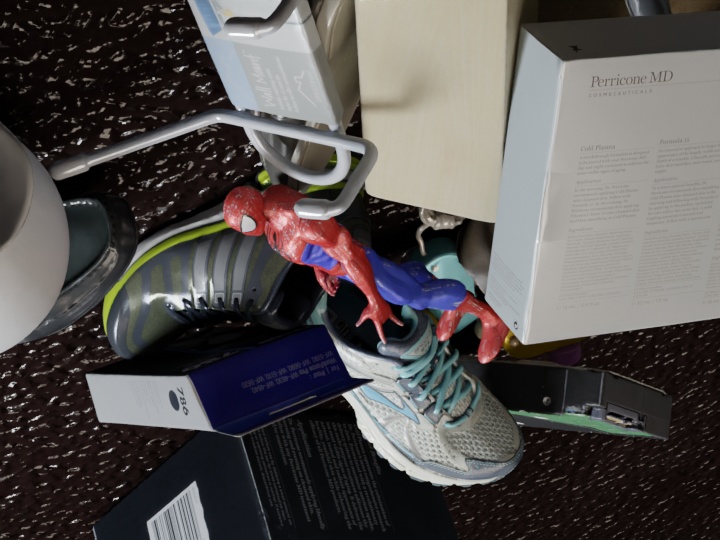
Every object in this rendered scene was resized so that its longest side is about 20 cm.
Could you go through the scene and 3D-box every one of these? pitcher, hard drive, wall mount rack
[{"bbox_3d":[-0.224,-0.040,0.863,0.121,0.171,0.200,-48,174,-13],"label":"pitcher"},{"bbox_3d":[0.104,0.087,1.252,0.199,0.038,0.140,4,171,31],"label":"hard drive"},{"bbox_3d":[-0.086,-0.097,0.851,0.173,0.075,0.200,12,143,29],"label":"wall mount rack"}]

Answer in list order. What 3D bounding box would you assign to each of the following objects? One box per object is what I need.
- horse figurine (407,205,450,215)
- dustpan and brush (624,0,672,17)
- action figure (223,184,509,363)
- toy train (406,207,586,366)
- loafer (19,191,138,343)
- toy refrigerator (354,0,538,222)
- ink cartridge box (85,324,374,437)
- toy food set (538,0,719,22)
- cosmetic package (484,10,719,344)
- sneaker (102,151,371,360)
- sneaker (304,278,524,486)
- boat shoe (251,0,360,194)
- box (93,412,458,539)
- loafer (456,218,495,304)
[{"bbox_3d":[0.121,-0.076,1.070,0.199,0.050,0.133,-23,146,2],"label":"horse figurine"},{"bbox_3d":[0.168,-0.086,0.927,0.139,0.057,0.201,-21,116,10],"label":"dustpan and brush"},{"bbox_3d":[0.000,0.000,0.976,0.200,0.065,0.052,31,92,-39],"label":"action figure"},{"bbox_3d":[0.112,-0.014,1.178,0.199,0.056,0.151,7,118,-23],"label":"toy train"},{"bbox_3d":[-0.215,0.012,1.000,0.200,0.068,0.070,-26,161,20],"label":"loafer"},{"bbox_3d":[0.044,-0.121,0.861,0.076,0.070,0.200,13,140,14],"label":"toy refrigerator"},{"bbox_3d":[-0.084,0.064,1.084,0.099,0.039,0.200,-20,-171,-31],"label":"ink cartridge box"},{"bbox_3d":[0.145,-0.145,0.940,0.197,0.049,0.200,3,137,-22],"label":"toy food set"},{"bbox_3d":[0.168,-0.051,0.884,0.199,0.052,0.151,-6,122,-21],"label":"cosmetic package"},{"bbox_3d":[-0.075,0.006,1.062,0.200,0.081,0.074,-33,148,25],"label":"sneaker"},{"bbox_3d":[0.026,0.065,1.124,0.200,0.078,0.086,36,150,-8],"label":"sneaker"},{"bbox_3d":[-0.033,-0.109,0.923,0.067,0.057,0.200,-51,168,-27],"label":"boat shoe"},{"bbox_3d":[-0.067,0.210,1.385,0.196,0.124,0.200,11,139,-41],"label":"box"},{"bbox_3d":[0.092,-0.012,1.029,0.071,0.073,0.200,-17,156,0],"label":"loafer"}]
